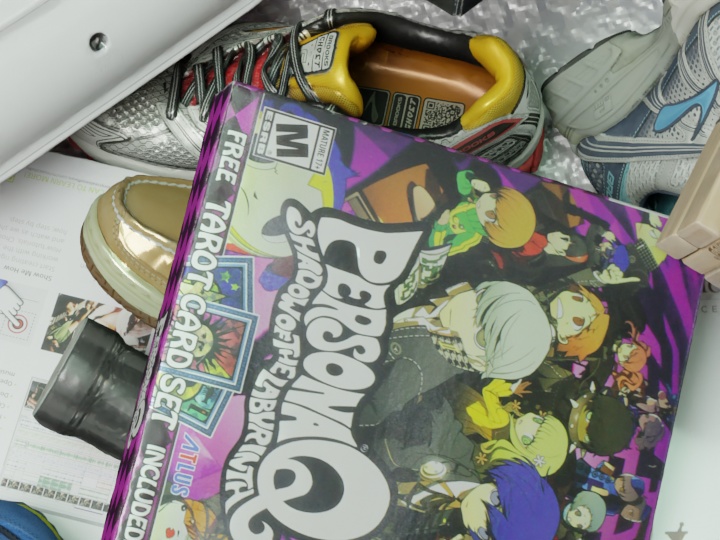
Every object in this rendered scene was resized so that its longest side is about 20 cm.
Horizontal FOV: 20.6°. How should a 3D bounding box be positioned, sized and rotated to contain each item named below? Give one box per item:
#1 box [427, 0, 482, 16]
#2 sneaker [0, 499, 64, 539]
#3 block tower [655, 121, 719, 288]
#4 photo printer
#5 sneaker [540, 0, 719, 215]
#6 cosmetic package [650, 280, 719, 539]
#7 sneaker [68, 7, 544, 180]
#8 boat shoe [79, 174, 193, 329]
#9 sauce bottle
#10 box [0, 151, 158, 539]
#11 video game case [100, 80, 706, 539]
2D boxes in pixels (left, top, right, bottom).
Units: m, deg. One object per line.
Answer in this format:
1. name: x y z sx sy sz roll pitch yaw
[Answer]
1. box: 0.013 -0.193 0.753 0.200 0.044 0.160 36 54 23
2. sneaker: -0.100 0.172 0.669 0.066 0.078 0.201 -27 89 2
3. block tower: 0.202 0.019 0.671 0.200 0.054 0.058 31 72 -6
4. photo printer: -0.133 -0.123 0.779 0.200 0.070 0.166 -38 46 -20
5. sneaker: 0.147 -0.068 0.734 0.077 0.200 0.087 -18 81 -25
6. cosmetic package: 0.145 0.096 0.726 0.101 0.074 0.201 -2 69 -2
7. sneaker: -0.026 -0.076 0.786 0.199 0.082 0.078 2 69 3
8. boat shoe: 0.000 0.000 0.724 0.199 0.076 0.072 19 41 -21
9. sauce bottle: -0.021 0.083 0.707 0.200 0.065 0.065 29 70 -7
10. box: -0.108 0.056 0.760 0.144 0.036 0.201 14 68 5
11. video game case: 0.014 0.057 0.665 0.181 0.036 0.201 17 79 -14
